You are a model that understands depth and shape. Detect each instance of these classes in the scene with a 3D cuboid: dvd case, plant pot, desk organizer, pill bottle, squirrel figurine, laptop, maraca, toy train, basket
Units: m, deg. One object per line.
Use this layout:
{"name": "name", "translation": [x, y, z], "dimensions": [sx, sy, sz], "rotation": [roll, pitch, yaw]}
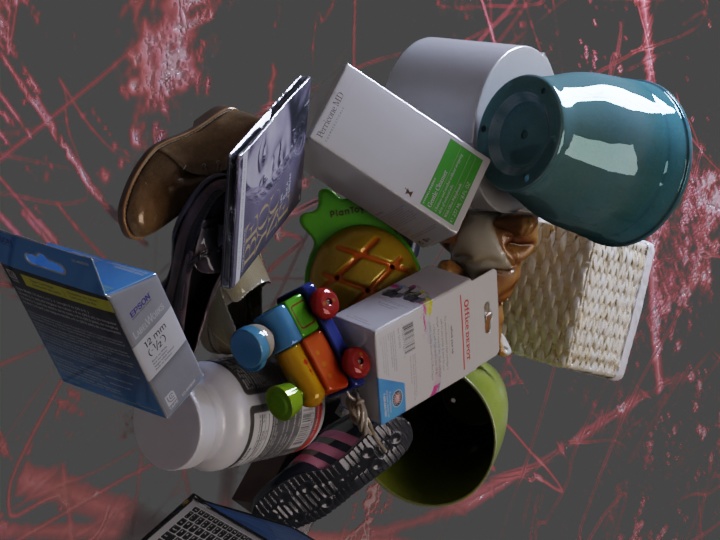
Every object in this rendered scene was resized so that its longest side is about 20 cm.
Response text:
{"name": "dvd case", "translation": [-0.094, -0.092, 1.571], "dimensions": [0.200, 0.016, 0.149], "rotation": [-56, 157, -55]}
{"name": "plant pot", "translation": [0.244, -0.139, 1.787], "dimensions": [0.187, 0.200, 0.201], "rotation": [10, 94, -40]}
{"name": "desk organizer", "translation": [-0.060, 0.197, 1.794], "dimensions": [0.072, 0.077, 0.201], "rotation": [39, 67, -25]}
{"name": "pill bottle", "translation": [-0.138, 0.149, 1.650], "dimensions": [0.200, 0.115, 0.116], "rotation": [-4, 105, -54]}
{"name": "squirrel figurine", "translation": [0.157, 0.015, 1.968], "dimensions": [0.200, 0.141, 0.188], "rotation": [-24, 117, -76]}
{"name": "laptop", "translation": [-0.126, 0.323, 1.658], "dimensions": [0.200, 0.116, 0.187], "rotation": [-41, 142, 4]}
{"name": "maraca", "translation": [0.000, 0.000, 1.778], "dimensions": [0.107, 0.136, 0.201], "rotation": [-176, -106, -82]}
{"name": "toy train", "translation": [-0.049, 0.124, 1.618], "dimensions": [0.116, 0.085, 0.201], "rotation": [-30, 93, -45]}
{"name": "plant pot", "translation": [0.112, 0.180, 1.992], "dimensions": [0.200, 0.186, 0.188], "rotation": [-28, 125, -66]}
{"name": "basket", "translation": [0.262, 0.032, 2.114], "dimensions": [0.161, 0.198, 0.201], "rotation": [9, 95, -52]}

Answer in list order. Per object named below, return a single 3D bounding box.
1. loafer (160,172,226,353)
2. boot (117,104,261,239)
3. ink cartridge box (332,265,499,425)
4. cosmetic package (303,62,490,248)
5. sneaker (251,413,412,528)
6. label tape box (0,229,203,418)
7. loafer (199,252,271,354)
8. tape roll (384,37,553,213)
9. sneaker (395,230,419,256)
{"name": "loafer", "translation": [-0.156, 0.000, 1.558], "dimensions": [0.072, 0.063, 0.201], "rotation": [-4, 128, -47]}
{"name": "boot", "translation": [-0.162, -0.098, 1.562], "dimensions": [0.200, 0.075, 0.074], "rotation": [-47, 138, -34]}
{"name": "ink cartridge box", "translation": [0.065, 0.072, 1.720], "dimensions": [0.200, 0.068, 0.116], "rotation": [-26, 123, -39]}
{"name": "cosmetic package", "translation": [0.028, -0.124, 1.727], "dimensions": [0.200, 0.085, 0.108], "rotation": [32, 67, -17]}
{"name": "sneaker", "translation": [-0.039, 0.214, 1.728], "dimensions": [0.199, 0.082, 0.070], "rotation": [-31, 119, -9]}
{"name": "label tape box", "translation": [-0.242, 0.032, 1.431], "dimensions": [0.066, 0.143, 0.201], "rotation": [-48, 137, -34]}
{"name": "loafer", "translation": [-0.131, -0.002, 1.646], "dimensions": [0.076, 0.068, 0.201], "rotation": [-30, 126, -48]}
{"name": "tape roll", "translation": [0.133, -0.178, 1.894], "dimensions": [0.202, 0.139, 0.204], "rotation": [-18, 113, -51]}
{"name": "sneaker", "translation": [0.031, 0.022, 1.879], "dimensions": [0.082, 0.070, 0.201], "rotation": [4, 107, -75]}
